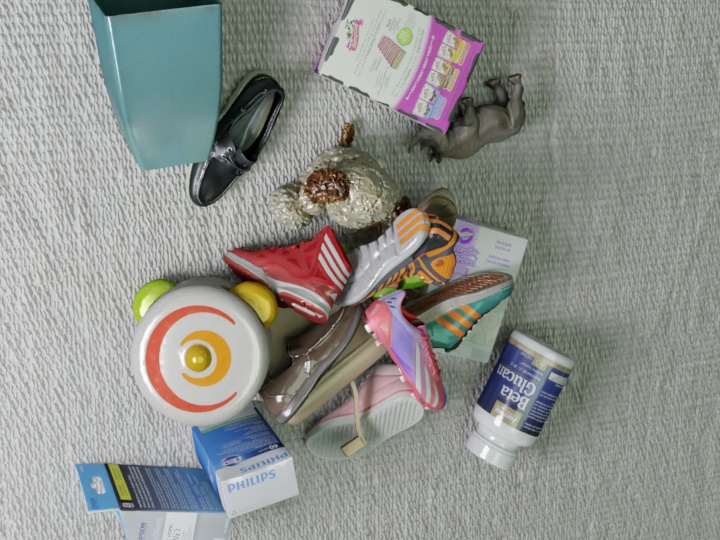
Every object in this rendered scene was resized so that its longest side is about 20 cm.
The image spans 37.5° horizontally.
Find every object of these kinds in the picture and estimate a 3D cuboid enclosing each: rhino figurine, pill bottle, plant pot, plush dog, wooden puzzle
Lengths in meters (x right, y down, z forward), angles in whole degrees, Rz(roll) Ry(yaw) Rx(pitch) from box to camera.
[{"bbox_3d":[0.156,-0.211,1.545,0.197,0.060,0.089,-25,110,-13],"label":"rhino figurine"},{"bbox_3d":[0.246,0.206,1.673,0.110,0.111,0.203,24,94,-27],"label":"pill bottle"},{"bbox_3d":[-0.248,-0.239,1.324,0.139,0.141,0.203,-12,119,-19],"label":"plant pot"},{"bbox_3d":[-0.006,-0.110,1.439,0.197,0.172,0.163,14,99,-25],"label":"plush dog"},{"bbox_3d":[-0.084,0.087,1.513,0.184,0.037,0.201,-37,92,-9],"label":"wooden puzzle"}]

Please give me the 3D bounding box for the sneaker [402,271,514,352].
[{"bbox_3d":[0.138,0.068,1.551,0.197,0.071,0.081,-23,112,-5],"label":"sneaker"}]

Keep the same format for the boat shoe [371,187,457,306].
[{"bbox_3d":[0.079,-0.031,1.556,0.071,0.065,0.202,26,114,-8],"label":"boat shoe"}]

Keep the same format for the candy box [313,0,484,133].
[{"bbox_3d":[0.052,-0.292,1.456,0.197,0.061,0.138,23,95,-15],"label":"candy box"}]

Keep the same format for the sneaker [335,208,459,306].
[{"bbox_3d":[0.055,0.002,1.415,0.111,0.079,0.199,22,138,-37],"label":"sneaker"}]

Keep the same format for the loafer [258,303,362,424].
[{"bbox_3d":[-0.070,0.113,1.457,0.071,0.073,0.201,37,79,-2],"label":"loafer"}]

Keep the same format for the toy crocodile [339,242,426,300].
[{"bbox_3d":[0.000,0.000,1.486,0.196,0.062,0.069,8,78,-10],"label":"toy crocodile"}]

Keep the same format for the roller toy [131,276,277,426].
[{"bbox_3d":[-0.206,0.106,1.407,0.196,0.140,0.186,-1,96,-3],"label":"roller toy"}]

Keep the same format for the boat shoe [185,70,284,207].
[{"bbox_3d":[-0.161,-0.167,1.410,0.201,0.066,0.074,-56,138,-2],"label":"boat shoe"}]

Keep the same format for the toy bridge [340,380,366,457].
[{"bbox_3d":[-0.046,0.165,1.534,0.067,0.027,0.202,-31,86,-8],"label":"toy bridge"}]

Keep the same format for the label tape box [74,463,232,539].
[{"bbox_3d":[-0.289,0.326,1.459,0.197,0.143,0.067,6,102,-25],"label":"label tape box"}]

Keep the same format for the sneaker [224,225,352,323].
[{"bbox_3d":[-0.088,-0.011,1.439,0.116,0.198,0.079,-53,145,-16],"label":"sneaker"}]

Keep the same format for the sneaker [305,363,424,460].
[{"bbox_3d":[0.009,0.209,1.602,0.198,0.105,0.076,-27,120,19],"label":"sneaker"}]

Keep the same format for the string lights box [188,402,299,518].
[{"bbox_3d":[-0.164,0.255,1.461,0.101,0.200,0.060,-15,111,-17],"label":"string lights box"}]

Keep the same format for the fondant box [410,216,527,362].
[{"bbox_3d":[0.154,0.026,1.612,0.142,0.058,0.204,13,98,-25],"label":"fondant box"}]

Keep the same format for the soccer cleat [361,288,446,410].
[{"bbox_3d":[0.078,0.115,1.486,0.076,0.067,0.201,-33,114,7],"label":"soccer cleat"}]
